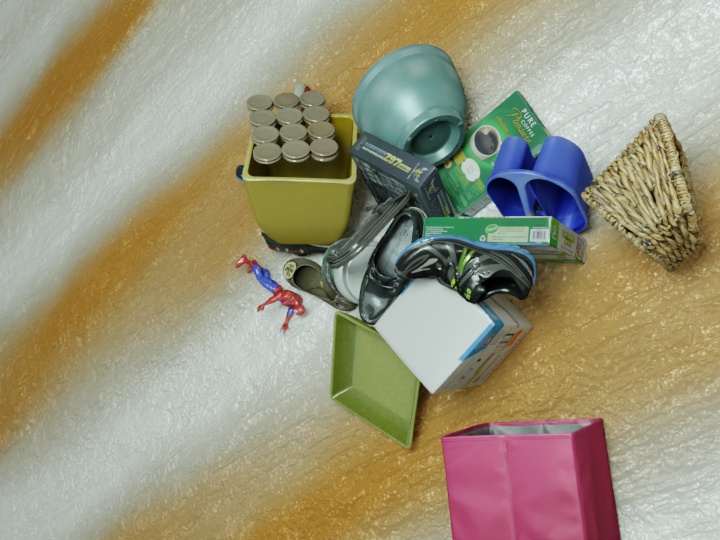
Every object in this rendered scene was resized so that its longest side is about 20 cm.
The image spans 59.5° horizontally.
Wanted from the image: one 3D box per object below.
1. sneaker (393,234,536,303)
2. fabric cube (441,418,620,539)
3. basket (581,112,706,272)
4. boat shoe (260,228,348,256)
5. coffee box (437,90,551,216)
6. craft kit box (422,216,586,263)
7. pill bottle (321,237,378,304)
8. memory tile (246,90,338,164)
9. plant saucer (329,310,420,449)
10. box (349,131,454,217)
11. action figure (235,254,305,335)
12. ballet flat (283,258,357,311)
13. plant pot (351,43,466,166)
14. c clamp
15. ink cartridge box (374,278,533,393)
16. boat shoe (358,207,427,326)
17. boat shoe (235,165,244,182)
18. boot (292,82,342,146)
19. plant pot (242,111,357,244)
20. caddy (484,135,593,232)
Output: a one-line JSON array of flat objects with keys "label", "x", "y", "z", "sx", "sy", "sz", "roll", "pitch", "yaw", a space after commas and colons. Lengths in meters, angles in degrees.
[{"label": "sneaker", "x": 0.144, "y": 0.002, "z": 0.877, "sx": 0.197, "sy": 0.071, "sz": 0.083, "roll": 6, "pitch": 58, "yaw": 7}, {"label": "fabric cube", "x": 0.251, "y": 0.329, "z": 0.919, "sx": 0.198, "sy": 0.196, "sz": 0.202, "roll": -10, "pitch": 80, "yaw": 31}, {"label": "basket", "x": 0.420, "y": -0.096, "z": 0.856, "sx": 0.149, "sy": 0.199, "sz": 0.143, "roll": -49, "pitch": 60, "yaw": 17}, {"label": "boat shoe", "x": -0.111, "y": -0.066, "z": 1.291, "sx": 0.199, "sy": 0.063, "sz": 0.074, "roll": 10, "pitch": 46, "yaw": 22}, {"label": "coffee box", "x": 0.228, "y": -0.197, "z": 1.090, "sx": 0.200, "sy": 0.044, "sz": 0.124, "roll": -40, "pitch": 63, "yaw": 24}, {"label": "craft kit box", "x": 0.228, "y": -0.046, "z": 0.980, "sx": 0.198, "sy": 0.197, "sz": 0.049, "roll": 3, "pitch": 82, "yaw": 33}, {"label": "pill bottle", "x": 0.000, "y": 0.000, "z": 1.116, "sx": 0.200, "sy": 0.112, "sz": 0.114, "roll": -164, "pitch": 87, "yaw": -76}, {"label": "memory tile", "x": -0.124, "y": -0.259, "z": 1.133, "sx": 0.152, "sy": 0.017, "sz": 0.201, "roll": -7, "pitch": 49, "yaw": -8}, {"label": "plant saucer", "x": 0.035, "y": 0.187, "z": 1.132, "sx": 0.199, "sy": 0.048, "sz": 0.202, "roll": 25, "pitch": 124, "yaw": 34}, {"label": "box", "x": 0.079, "y": -0.137, "z": 1.086, "sx": 0.157, "sy": 0.200, "sz": 0.051, "roll": 34, "pitch": 80, "yaw": 31}, {"label": "action figure", "x": -0.196, "y": 0.058, "z": 1.326, "sx": 0.199, "sy": 0.065, "sz": 0.100, "roll": 32, "pitch": 93, "yaw": 33}, {"label": "ballet flat", "x": -0.089, "y": 0.027, "z": 1.269, "sx": 0.199, "sy": 0.046, "sz": 0.068, "roll": 29, "pitch": 101, "yaw": 32}, {"label": "plant pot", "x": 0.100, "y": -0.260, "z": 1.076, "sx": 0.200, "sy": 0.200, "sz": 0.135, "roll": -40, "pitch": 53, "yaw": 22}, {"label": "c clamp", "x": 0.010, "y": -0.062, "z": 1.011, "sx": 0.027, "sy": 0.200, "sz": 0.170, "roll": 49, "pitch": 146, "yaw": -12}, {"label": "ink cartridge box", "x": 0.155, "y": 0.090, "z": 1.009, "sx": 0.145, "sy": 0.199, "sz": 0.148, "roll": 47, "pitch": 109, "yaw": 26}, {"label": "boat shoe", "x": 0.045, "y": -0.004, "z": 0.971, "sx": 0.074, "sy": 0.066, "sz": 0.201, "roll": 31, "pitch": 99, "yaw": 11}, {"label": "boat shoe", "x": -0.177, "y": -0.208, "z": 1.344, "sx": 0.198, "sy": 0.084, "sz": 0.069, "roll": 15, "pitch": 111, "yaw": 20}, {"label": "boot", "x": -0.081, "y": -0.315, "z": 1.299, "sx": 0.201, "sy": 0.143, "sz": 0.073, "roll": -95, "pitch": 25, "yaw": -52}, {"label": "plant pot", "x": -0.106, "y": -0.156, "z": 1.186, "sx": 0.193, "sy": 0.201, "sz": 0.196, "roll": 2, "pitch": 48, "yaw": -1}, {"label": "caddy", "x": 0.275, "y": -0.118, "z": 0.966, "sx": 0.140, "sy": 0.200, "sz": 0.106, "roll": 9, "pitch": 72, "yaw": 36}]
